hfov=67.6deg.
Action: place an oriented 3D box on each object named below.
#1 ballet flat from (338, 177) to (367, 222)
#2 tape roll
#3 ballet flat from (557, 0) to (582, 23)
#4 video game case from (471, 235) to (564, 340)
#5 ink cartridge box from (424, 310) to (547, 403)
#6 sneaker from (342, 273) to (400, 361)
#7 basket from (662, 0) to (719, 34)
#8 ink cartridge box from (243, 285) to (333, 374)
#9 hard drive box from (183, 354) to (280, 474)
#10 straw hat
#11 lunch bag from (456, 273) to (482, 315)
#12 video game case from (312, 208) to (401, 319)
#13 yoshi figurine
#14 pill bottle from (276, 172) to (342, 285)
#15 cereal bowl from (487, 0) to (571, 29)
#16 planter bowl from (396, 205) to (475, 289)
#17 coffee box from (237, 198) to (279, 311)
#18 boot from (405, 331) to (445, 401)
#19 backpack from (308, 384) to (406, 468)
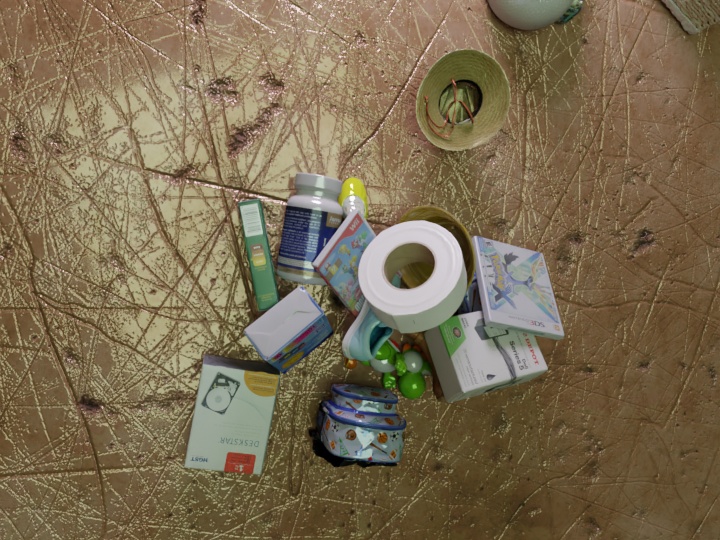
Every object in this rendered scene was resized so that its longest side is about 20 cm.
[{"bbox_3d":[-0.018,-0.088,1.094,0.065,0.067,0.205,9,93,-14],"label":"ballet flat"},{"bbox_3d":[0.097,0.010,1.003,0.201,0.203,0.071,-39,145,-7],"label":"tape roll"},{"bbox_3d":[0.465,-0.645,1.164,0.073,0.074,0.205,3,95,-14],"label":"ballet flat"},{"bbox_3d":[0.316,0.033,1.092,0.179,0.022,0.203,12,54,-20],"label":"video game case"},{"bbox_3d":[0.245,0.159,1.062,0.196,0.084,0.148,-9,66,-21],"label":"ink cartridge box"},{"bbox_3d":[0.045,0.093,1.059,0.074,0.081,0.202,48,61,-42],"label":"sneaker"},{"bbox_3d":[0.794,-0.688,1.198,0.199,0.161,0.200,37,85,-17],"label":"basket"},{"bbox_3d":[-0.128,0.122,1.040,0.136,0.200,0.077,-38,75,-9],"label":"ink cartridge box"},{"bbox_3d":[-0.252,0.284,1.066,0.153,0.077,0.205,10,93,-15],"label":"hard drive box"},{"bbox_3d":[0.202,-0.348,1.117,0.196,0.085,0.206,0,101,-2],"label":"straw hat"},{"bbox_3d":[0.309,0.063,1.192,0.196,0.075,0.164,-17,97,-11],"label":"lunch bag"},{"bbox_3d":[0.000,0.000,1.067,0.144,0.017,0.201,-54,131,-20],"label":"video game case"},{"bbox_3d":[0.068,0.211,1.133,0.197,0.113,0.114,19,107,-18],"label":"yoshi figurine"},{"bbox_3d":[-0.095,-0.080,1.050,0.113,0.116,0.205,8,94,-15],"label":"pill bottle"},{"bbox_3d":[0.358,-0.609,1.102,0.195,0.083,0.205,1,97,6],"label":"cereal bowl"},{"bbox_3d":[0.167,-0.042,1.116,0.083,0.198,0.205,-25,103,-47],"label":"planter bowl"},{"bbox_3d":[-0.192,-0.032,1.024,0.043,0.123,0.205,-11,98,-8],"label":"coffee box"},{"bbox_3d":[0.142,0.152,1.114,0.154,0.076,0.202,37,49,-16],"label":"boot"},{"bbox_3d":[0.008,0.312,1.077,0.196,0.190,0.158,4,95,-14],"label":"backpack"}]
